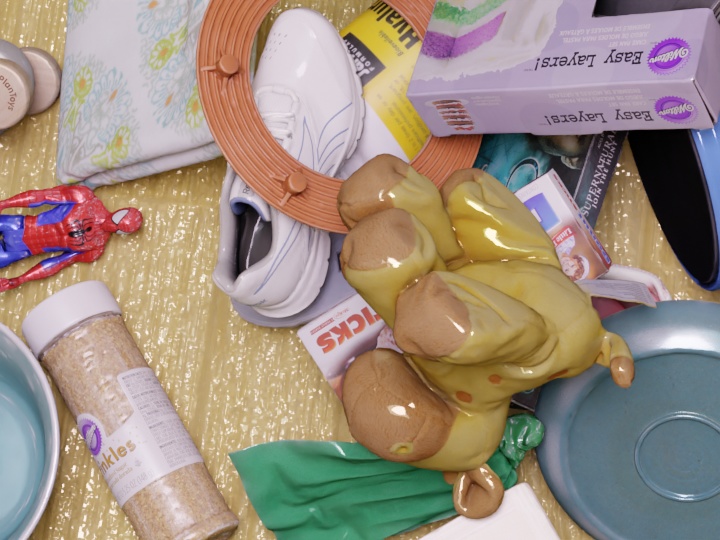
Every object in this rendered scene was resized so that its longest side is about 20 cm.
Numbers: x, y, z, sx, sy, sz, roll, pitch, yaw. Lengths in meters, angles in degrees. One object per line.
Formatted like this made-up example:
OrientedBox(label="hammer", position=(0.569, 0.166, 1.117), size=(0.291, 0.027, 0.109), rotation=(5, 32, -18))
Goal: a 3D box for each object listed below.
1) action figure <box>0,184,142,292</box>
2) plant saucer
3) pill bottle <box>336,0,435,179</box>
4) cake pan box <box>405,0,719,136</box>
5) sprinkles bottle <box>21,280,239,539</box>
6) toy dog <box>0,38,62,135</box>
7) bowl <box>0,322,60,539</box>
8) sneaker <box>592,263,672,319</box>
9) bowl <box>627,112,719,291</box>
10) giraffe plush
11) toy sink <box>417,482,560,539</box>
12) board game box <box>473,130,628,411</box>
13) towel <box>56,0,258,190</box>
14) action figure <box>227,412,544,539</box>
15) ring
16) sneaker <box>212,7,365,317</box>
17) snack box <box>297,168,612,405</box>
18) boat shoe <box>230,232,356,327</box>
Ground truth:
OrientedBox(label="action figure", position=(-0.253, -0.022, 1.172), size=(0.199, 0.052, 0.066), rotation=(-10, 107, 2))
OrientedBox(label="plant saucer", position=(0.207, 0.114, 1.045), size=(0.199, 0.027, 0.201), rotation=(6, 116, 12))
OrientedBox(label="pill bottle", position=(0.028, -0.128, 1.139), size=(0.200, 0.111, 0.111), rotation=(-41, 76, -3))
OrientedBox(label="cake pan box", position=(0.143, -0.170, 1.004), size=(0.199, 0.052, 0.185), rotation=(2, 63, 33))
OrientedBox(label="sprinkles bottle", position=(-0.158, 0.106, 1.127), size=(0.068, 0.068, 0.200), rotation=(-31, 76, -2))
OrientedBox(label="toy dog", position=(-0.314, -0.118, 1.177), size=(0.200, 0.132, 0.097), rotation=(-34, 98, -12))
OrientedBox(label="bowl", position=(-0.287, 0.127, 1.118), size=(0.200, 0.105, 0.202), rotation=(-1, 77, 6))
OrientedBox(label="sneaker", position=(0.202, 0.067, 1.079), size=(0.200, 0.105, 0.075), rotation=(39, 80, 13))
OrientedBox(label="bowl", position=(0.212, -0.080, 1.060), size=(0.039, 0.201, 0.201), rotation=(-19, 76, -1))
OrientedBox(label="giraffe plush", position=(0.052, 0.050, 0.969), size=(0.199, 0.162, 0.173), rotation=(20, 34, -22))
OrientedBox(label="toy sink", position=(0.105, 0.251, 1.034), size=(0.112, 0.130, 0.201), rotation=(-29, 77, -1))
OrientedBox(label="board game box", position=(0.097, -0.010, 1.102), size=(0.028, 0.135, 0.201), rotation=(26, 78, -31))
OrientedBox(label="towel", position=(-0.145, -0.153, 1.148), size=(0.199, 0.048, 0.172), rotation=(-10, 70, 45))
OrientedBox(label="action figure", position=(0.028, 0.133, 1.077), size=(0.199, 0.055, 0.118), rotation=(-18, 120, 19))
OrientedBox(label="ring", position=(-0.007, -0.121, 1.033), size=(0.199, 0.019, 0.201), rotation=(6, 76, -23))
OrientedBox(label="sneaker", position=(-0.049, -0.070, 1.047), size=(0.074, 0.087, 0.201), rotation=(6, 89, 22))
OrientedBox(label="snack box", position=(0.057, 0.018, 1.037), size=(0.200, 0.024, 0.072), rotation=(-33, 90, 23))
OrientedBox(label="boat shoe", position=(0.000, 0.000, 1.122), size=(0.199, 0.065, 0.074), rotation=(-11, 74, 35))
